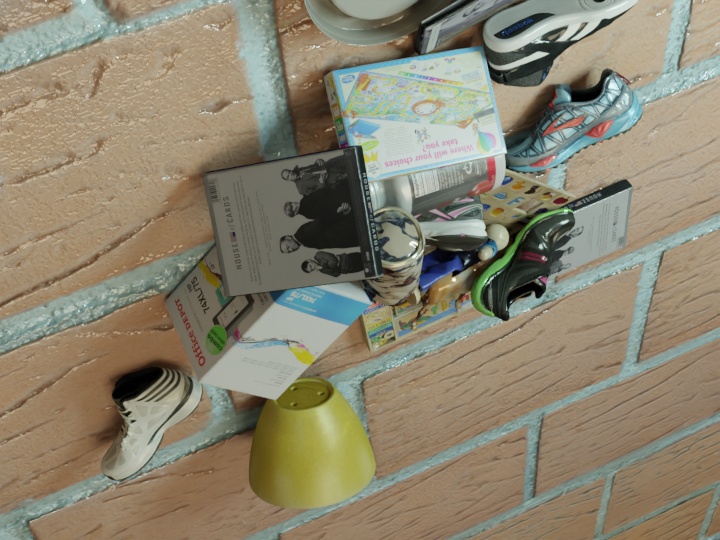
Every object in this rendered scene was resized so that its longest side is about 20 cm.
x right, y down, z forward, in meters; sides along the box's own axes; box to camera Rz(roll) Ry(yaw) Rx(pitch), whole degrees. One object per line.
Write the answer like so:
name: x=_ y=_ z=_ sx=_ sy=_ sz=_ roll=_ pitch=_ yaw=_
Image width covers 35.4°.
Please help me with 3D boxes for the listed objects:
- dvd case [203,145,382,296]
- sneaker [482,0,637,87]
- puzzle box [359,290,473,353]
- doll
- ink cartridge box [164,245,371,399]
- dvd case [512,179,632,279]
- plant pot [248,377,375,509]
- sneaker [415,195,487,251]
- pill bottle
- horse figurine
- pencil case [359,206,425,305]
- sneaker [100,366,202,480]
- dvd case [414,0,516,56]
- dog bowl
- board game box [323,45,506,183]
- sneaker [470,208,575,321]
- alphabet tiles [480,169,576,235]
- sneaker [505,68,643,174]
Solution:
dvd case: x=-0.080 y=-0.055 z=1.309 sx=0.200 sy=0.151 sz=0.025 roll=-7 pitch=-174 yaw=24
sneaker: x=0.243 y=-0.292 z=1.387 sx=0.200 sy=0.073 sz=0.112 roll=-20 pitch=150 yaw=-4
puzzle box: x=0.093 y=0.044 z=1.721 sx=0.200 sy=0.025 sz=0.133 roll=-24 pitch=144 yaw=-8
doll: x=0.129 y=-0.018 z=1.592 sx=0.200 sy=0.136 sz=0.049 roll=-28 pitch=109 yaw=-26
ink cartridge box: x=-0.123 y=0.043 z=1.466 sx=0.200 sy=0.147 sz=0.146 roll=-46 pitch=142 yaw=21
dvd case: x=0.330 y=-0.053 z=1.769 sx=0.200 sy=0.025 sz=0.150 roll=-23 pitch=144 yaw=-10
plant pot: x=-0.082 y=0.250 z=1.738 sx=0.200 sy=0.200 sz=0.142 roll=-15 pitch=115 yaw=-19
sneaker: x=0.070 y=-0.074 z=1.504 sx=0.200 sy=0.087 sz=0.080 roll=2 pitch=162 yaw=4
pill bottle: x=0.072 y=-0.128 z=1.424 sx=0.200 sy=0.111 sz=0.111 roll=-19 pitch=143 yaw=-14
horse figurine: x=0.137 y=0.023 z=1.662 sx=0.200 sy=0.050 sz=0.133 roll=-11 pitch=141 yaw=-25
pencil case: x=0.034 y=-0.016 z=1.417 sx=0.089 sy=0.078 sz=0.200 roll=3 pitch=164 yaw=0
sneaker: x=-0.329 y=0.208 z=1.604 sx=0.201 sy=0.076 sz=0.115 roll=-47 pitch=133 yaw=10
dvd case: x=0.153 y=-0.308 z=1.271 sx=0.200 sy=0.016 sz=0.149 roll=-29 pitch=180 yaw=0
dog bowl: x=0.021 y=-0.334 z=1.181 sx=0.200 sy=0.059 sz=0.200 roll=-20 pitch=144 yaw=-15
board game box: x=0.067 y=-0.184 z=1.339 sx=0.200 sy=0.135 sz=0.034 roll=-13 pitch=-179 yaw=-21
sneaker: x=0.246 y=-0.005 z=1.626 sx=0.200 sy=0.084 sz=0.077 roll=-48 pitch=156 yaw=-7
alphabet tiles: x=0.182 y=-0.088 z=1.591 sx=0.200 sy=0.008 sz=0.167 roll=14 pitch=146 yaw=-44
sneaker: x=0.271 y=-0.206 z=1.518 sx=0.200 sy=0.079 sz=0.096 roll=-27 pitch=115 yaw=11
